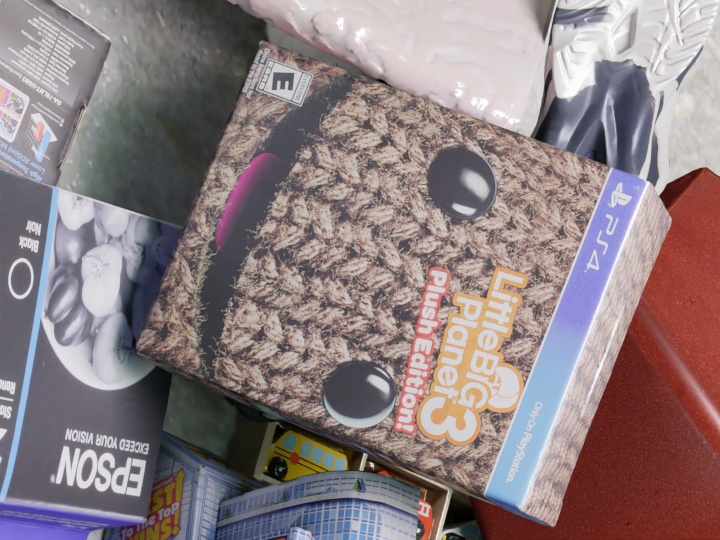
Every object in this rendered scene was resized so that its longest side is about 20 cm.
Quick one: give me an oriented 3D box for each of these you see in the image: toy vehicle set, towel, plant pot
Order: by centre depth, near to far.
[{"bbox_3d":[0.003,-0.163,1.319,0.199,0.032,0.192,27,38,-5],"label":"towel"},{"bbox_3d":[0.003,0.160,1.402,0.199,0.026,0.125,27,70,-36],"label":"toy vehicle set"},{"bbox_3d":[0.158,0.067,1.425,0.177,0.199,0.200,55,41,-9],"label":"plant pot"}]

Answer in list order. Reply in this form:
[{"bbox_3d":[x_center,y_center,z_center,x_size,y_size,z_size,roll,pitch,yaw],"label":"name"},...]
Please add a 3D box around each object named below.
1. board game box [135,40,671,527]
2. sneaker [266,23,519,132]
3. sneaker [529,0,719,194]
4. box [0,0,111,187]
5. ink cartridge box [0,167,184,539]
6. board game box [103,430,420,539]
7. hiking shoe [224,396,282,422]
[{"bbox_3d":[0.022,0.007,1.244,0.097,0.199,0.161,37,74,-74],"label":"board game box"},{"bbox_3d":[0.030,-0.084,1.381,0.071,0.080,0.200,-53,142,6],"label":"sneaker"},{"bbox_3d":[0.129,-0.091,1.354,0.079,0.130,0.201,11,88,1],"label":"sneaker"},{"bbox_3d":[-0.228,-0.065,1.204,0.199,0.049,0.200,33,68,-35],"label":"box"},{"bbox_3d":[-0.156,0.061,1.209,0.198,0.043,0.202,18,82,-61],"label":"ink cartridge box"},{"bbox_3d":[-0.065,0.161,1.263,0.061,0.199,0.201,27,56,-37],"label":"board game box"},{"bbox_3d":[0.000,0.000,1.360,0.074,0.087,0.200,48,53,0],"label":"hiking shoe"}]
